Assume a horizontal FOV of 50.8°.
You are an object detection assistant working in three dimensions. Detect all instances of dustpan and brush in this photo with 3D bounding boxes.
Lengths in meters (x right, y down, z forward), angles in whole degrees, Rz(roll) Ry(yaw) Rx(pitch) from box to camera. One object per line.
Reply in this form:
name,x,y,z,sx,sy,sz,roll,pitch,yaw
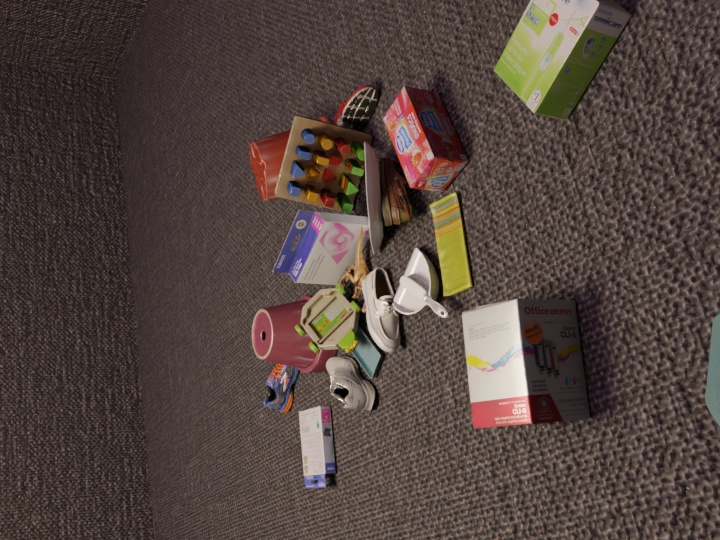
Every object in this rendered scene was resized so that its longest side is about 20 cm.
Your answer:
dustpan and brush,0.133,0.049,1.586,0.200,0.057,0.141,37,111,44

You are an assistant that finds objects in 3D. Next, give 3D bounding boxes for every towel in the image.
towel,0.185,-0.053,1.557,0.086,0.018,0.203,-29,64,55

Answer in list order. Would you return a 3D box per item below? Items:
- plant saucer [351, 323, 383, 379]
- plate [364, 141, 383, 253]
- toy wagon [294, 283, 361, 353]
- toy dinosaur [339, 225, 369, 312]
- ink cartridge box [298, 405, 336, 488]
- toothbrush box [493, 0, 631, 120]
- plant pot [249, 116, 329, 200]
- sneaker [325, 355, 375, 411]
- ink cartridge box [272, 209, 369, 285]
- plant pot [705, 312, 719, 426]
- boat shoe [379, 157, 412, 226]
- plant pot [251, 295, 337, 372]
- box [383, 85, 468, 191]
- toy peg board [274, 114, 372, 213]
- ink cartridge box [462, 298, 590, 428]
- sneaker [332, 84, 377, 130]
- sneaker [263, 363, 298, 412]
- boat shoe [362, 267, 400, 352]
plant saucer,-0.001,0.175,1.837,0.200,0.019,0.071,49,127,47
plate,0.032,-0.161,1.717,0.200,0.032,0.203,79,-173,-74
toy wagon,-0.066,0.133,1.842,0.155,0.040,0.200,-44,53,0
toy dinosaur,0.000,0.000,1.827,0.105,0.060,0.203,-12,87,42
ink cartridge box,-0.112,0.460,1.971,0.119,0.041,0.203,-26,63,54
toothbrush box,0.335,-0.383,1.281,0.201,0.085,0.146,-61,41,33
plant pot,-0.169,-0.271,1.917,0.200,0.193,0.204,165,90,-72
sneaker,-0.039,0.266,1.826,0.200,0.086,0.076,39,122,53
ink cartridge box,-0.088,-0.050,1.824,0.198,0.198,0.044,-63,40,34
plant pot,0.515,0.122,0.868,0.199,0.193,0.200,-170,84,-66
boat shoe,0.080,-0.177,1.693,0.072,0.067,0.202,77,-173,-51
plant pot,-0.177,0.165,1.969,0.199,0.177,0.203,-8,81,56
box,0.133,-0.275,1.584,0.100,0.094,0.202,-51,47,44
toy peg board,-0.081,-0.240,1.803,0.098,0.196,0.202,-122,47,-63
ink cartridge box,0.276,0.156,1.277,0.144,0.144,0.203,-22,70,55
sneaker,-0.027,-0.393,1.872,0.200,0.076,0.086,-49,43,44
sneaker,-0.225,0.304,2.127,0.075,0.078,0.203,20,104,56
boat shoe,0.055,0.084,1.711,0.070,0.070,0.202,-52,40,46
